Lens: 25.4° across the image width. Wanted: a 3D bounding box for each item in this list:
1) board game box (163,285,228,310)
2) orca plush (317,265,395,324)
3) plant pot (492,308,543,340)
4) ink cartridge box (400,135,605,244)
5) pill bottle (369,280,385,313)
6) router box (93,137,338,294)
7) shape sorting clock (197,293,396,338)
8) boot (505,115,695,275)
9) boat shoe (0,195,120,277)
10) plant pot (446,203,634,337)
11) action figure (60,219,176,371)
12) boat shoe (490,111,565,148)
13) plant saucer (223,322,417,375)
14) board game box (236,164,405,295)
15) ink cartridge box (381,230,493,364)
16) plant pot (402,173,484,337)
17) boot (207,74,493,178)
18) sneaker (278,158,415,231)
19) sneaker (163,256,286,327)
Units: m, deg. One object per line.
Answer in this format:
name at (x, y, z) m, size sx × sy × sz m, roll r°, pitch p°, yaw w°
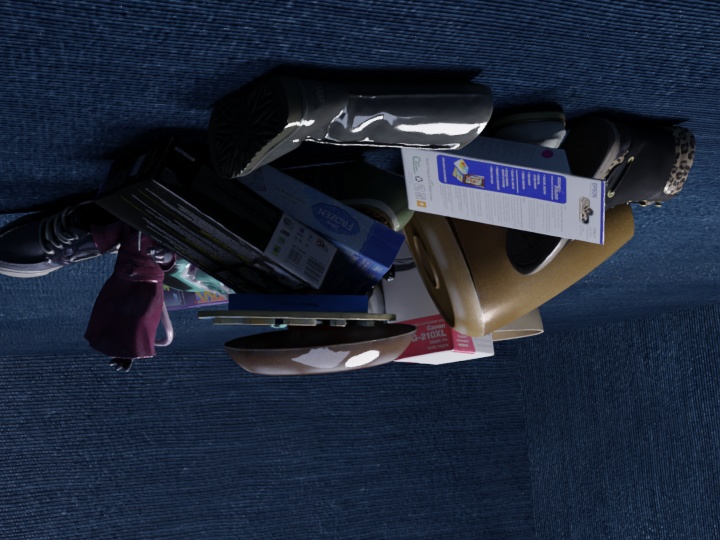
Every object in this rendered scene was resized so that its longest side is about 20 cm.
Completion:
board game box at (-0.170, -0.012, 1.906) m, size 0.199 × 0.057 × 0.165 m, roll -7°, pitch -159°, yaw 14°
orca plush at (0.000, 0.000, 1.763) m, size 0.071 × 0.201 × 0.105 m, roll 16°, pitch 163°, yaw 38°
plant pot at (0.183, 0.040, 2.520) m, size 0.199 × 0.135 × 0.200 m, roll -4°, pitch 173°, yaw -1°
ink cartridge box at (0.139, -0.082, 1.524) m, size 0.199 × 0.037 × 0.095 m, roll 13°, pitch 144°, yaw 17°
pill bottle at (-0.026, 0.032, 1.926) m, size 0.116 × 0.117 × 0.200 m, roll -6°, pitch -164°, yaw 5°
router box at (-0.141, -0.045, 1.542) m, size 0.200 × 0.051 × 0.149 m, roll 34°, pitch 159°, yaw -24°
shape sorting clock at (-0.063, 0.049, 1.604) m, size 0.199 × 0.039 × 0.200 m, roll 1°, pitch 173°, yaw 0°
boot at (0.247, -0.077, 1.645) m, size 0.150 × 0.073 × 0.200 m, roll -5°, pitch 136°, yaw -38°
boat shoe at (-0.326, -0.046, 1.764) m, size 0.199 × 0.075 × 0.093 m, roll -13°, pitch 166°, yaw 1°
plant pot at (0.193, -0.048, 1.771) m, size 0.199 × 0.187 × 0.186 m, roll -20°, pitch 174°, yaw -5°
action figure at (-0.227, 0.001, 1.694) m, size 0.134 × 0.201 × 0.149 m, roll 20°, pitch -167°, yaw 30°
boat shoe at (0.157, -0.108, 1.581) m, size 0.074 × 0.069 × 0.200 m, roll -1°, pitch 171°, yaw -9°
plant saucer at (-0.040, 0.080, 1.631) m, size 0.199 × 0.032 × 0.200 m, roll -4°, pitch -175°, yaw 0°
board game box at (-0.074, -0.036, 1.624) m, size 0.198 × 0.044 × 0.200 m, roll 28°, pitch 160°, yaw -5°
ink cartridge box at (0.088, 0.007, 1.932) m, size 0.084 × 0.201 × 0.145 m, roll -11°, pitch 171°, yaw 23°
plant pot at (0.081, -0.015, 1.749) m, size 0.027 × 0.201 × 0.200 m, roll -22°, pitch 175°, yaw -6°
boot at (-0.012, -0.126, 1.375) m, size 0.199 × 0.073 × 0.182 m, roll -9°, pitch 178°, yaw -33°
sneaker at (-0.023, -0.079, 1.674) m, size 0.200 × 0.067 × 0.090 m, roll 13°, pitch -139°, yaw 35°
sneaker at (-0.125, -0.028, 1.772) m, size 0.199 × 0.140 × 0.078 m, roll 23°, pitch 152°, yaw 8°
